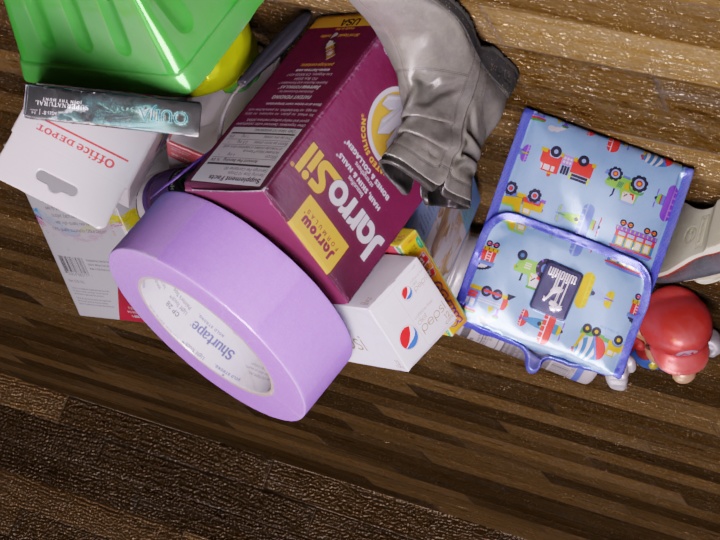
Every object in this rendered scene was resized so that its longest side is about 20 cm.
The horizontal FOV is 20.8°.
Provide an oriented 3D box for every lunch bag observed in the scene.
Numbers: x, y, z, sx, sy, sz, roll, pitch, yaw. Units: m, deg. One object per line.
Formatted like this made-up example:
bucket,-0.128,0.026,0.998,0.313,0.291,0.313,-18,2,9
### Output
lunch bag,0.169,-0.008,1.621,0.150,0.201,0.094,20,166,5

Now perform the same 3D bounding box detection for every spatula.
spatula,-0.101,-0.134,1.576,0.021,0.201,0.056,37,168,-9

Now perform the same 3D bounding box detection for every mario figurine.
mario figurine,0.300,0.087,1.946,0.106,0.124,0.200,35,169,0

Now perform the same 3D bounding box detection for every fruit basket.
fruit basket,-0.164,-0.192,1.592,0.215,0.156,0.216,26,151,16

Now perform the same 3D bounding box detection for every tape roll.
tape roll,-0.103,0.030,1.551,0.200,0.066,0.200,35,160,14

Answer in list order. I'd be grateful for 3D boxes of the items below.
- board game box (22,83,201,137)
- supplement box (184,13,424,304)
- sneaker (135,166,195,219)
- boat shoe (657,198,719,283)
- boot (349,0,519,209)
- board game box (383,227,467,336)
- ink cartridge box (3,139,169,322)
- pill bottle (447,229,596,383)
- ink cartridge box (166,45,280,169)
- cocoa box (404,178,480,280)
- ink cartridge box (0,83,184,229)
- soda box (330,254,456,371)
board game box,-0.197,-0.128,1.564,0.134,0.028,0.200,5,-176,-7
supplement box,-0.022,-0.091,1.550,0.103,0.200,0.131,5,142,47
sneaker,-0.103,-0.021,1.742,0.199,0.076,0.087,34,157,-24
boat shoe,0.301,-0.022,1.656,0.062,0.072,0.200,24,161,-19
boot,0.045,-0.134,1.493,0.067,0.131,0.200,6,159,43
board game box,0.000,0.000,1.632,0.199,0.030,0.096,13,140,55
ink cartridge box,-0.223,-0.072,1.916,0.145,0.145,0.201,6,126,45
pill bottle,0.154,0.025,1.935,0.199,0.114,0.114,22,165,0
ink cartridge box,-0.125,-0.125,1.792,0.067,0.117,0.200,22,165,2
cocoa box,0.018,-0.065,1.765,0.130,0.134,0.200,19,164,17
ink cartridge box,-0.227,-0.137,1.713,0.115,0.201,0.068,26,166,1
soda box,-0.015,0.028,1.590,0.199,0.064,0.068,5,135,54
